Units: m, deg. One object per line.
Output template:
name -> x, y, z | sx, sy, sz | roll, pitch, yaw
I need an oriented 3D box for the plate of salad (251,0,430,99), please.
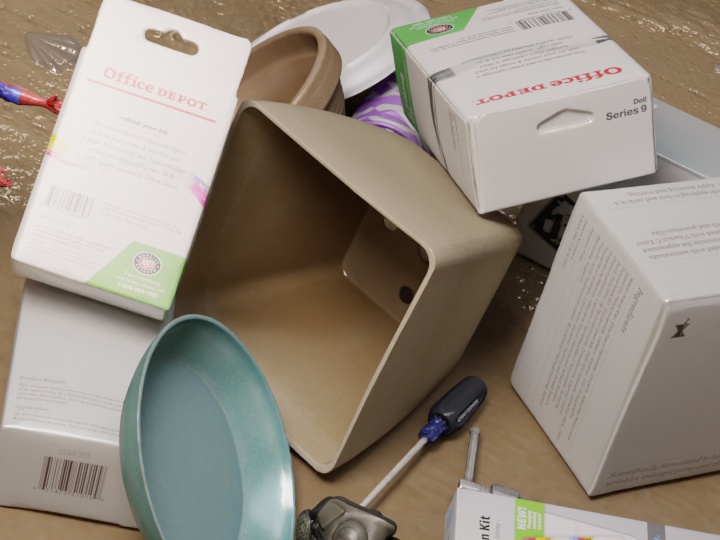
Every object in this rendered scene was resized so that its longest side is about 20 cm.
plate of salad -> -0.031, -0.179, 1.804 | 0.200, 0.048, 0.200 | -18, 30, 10

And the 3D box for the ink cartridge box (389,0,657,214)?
ink cartridge box -> 0.121, -0.131, 1.582 | 0.146, 0.084, 0.200 | -14, 29, -9

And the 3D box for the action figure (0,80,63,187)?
action figure -> -0.271, -0.075, 1.513 | 0.099, 0.200, 0.065 | 24, 40, 8

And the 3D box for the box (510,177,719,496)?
box -> 0.248, 0.045, 1.571 | 0.199, 0.200, 0.131 | -7, 43, -28

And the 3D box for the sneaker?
sneaker -> -0.029, 0.220, 1.331 | 0.076, 0.114, 0.199 | 19, 41, 4

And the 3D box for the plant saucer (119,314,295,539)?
plant saucer -> -0.107, 0.130, 1.384 | 0.036, 0.200, 0.200 | -13, 31, 25

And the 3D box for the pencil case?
pencil case -> 0.037, -0.146, 1.809 | 0.085, 0.084, 0.200 | -10, 29, 24

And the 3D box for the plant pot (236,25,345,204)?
plant pot -> -0.078, -0.094, 1.658 | 0.093, 0.201, 0.201 | 46, 32, -24

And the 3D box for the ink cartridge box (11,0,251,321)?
ink cartridge box -> -0.158, -0.078, 1.453 | 0.117, 0.067, 0.200 | 19, 79, -4

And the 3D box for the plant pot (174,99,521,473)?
plant pot -> 0.000, 0.000, 1.551 | 0.200, 0.200, 0.177 | 41, 30, 26

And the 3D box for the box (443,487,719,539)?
box -> 0.154, 0.237, 1.416 | 0.200, 0.041, 0.156 | 11, 49, -5

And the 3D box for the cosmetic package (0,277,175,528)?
cosmetic package -> -0.193, 0.075, 1.465 | 0.113, 0.081, 0.200 | 12, 39, -8

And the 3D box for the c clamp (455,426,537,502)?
c clamp -> 0.157, 0.198, 1.492 | 0.200, 0.027, 0.171 | 21, 40, 2

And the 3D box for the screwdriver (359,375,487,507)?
screwdriver -> 0.040, 0.130, 1.522 | 0.028, 0.029, 0.200 | 31, 36, 16

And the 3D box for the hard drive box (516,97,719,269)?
hard drive box -> 0.243, -0.050, 1.714 | 0.200, 0.156, 0.077 | 26, 40, 11
